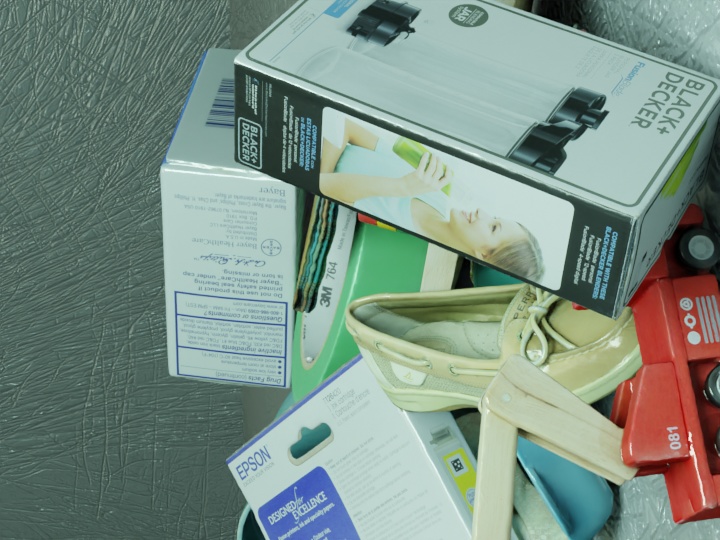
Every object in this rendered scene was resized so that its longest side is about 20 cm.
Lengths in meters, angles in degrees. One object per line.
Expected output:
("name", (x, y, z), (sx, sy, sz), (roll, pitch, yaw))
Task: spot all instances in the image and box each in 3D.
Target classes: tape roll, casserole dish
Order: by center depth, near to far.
("casserole dish", (0.101, 0.087, 0.939), (0.122, 0.039, 0.200), (58, -179, -24))
("tape roll", (0.000, 0.000, 1.064), (0.200, 0.048, 0.203), (-168, 90, -79))

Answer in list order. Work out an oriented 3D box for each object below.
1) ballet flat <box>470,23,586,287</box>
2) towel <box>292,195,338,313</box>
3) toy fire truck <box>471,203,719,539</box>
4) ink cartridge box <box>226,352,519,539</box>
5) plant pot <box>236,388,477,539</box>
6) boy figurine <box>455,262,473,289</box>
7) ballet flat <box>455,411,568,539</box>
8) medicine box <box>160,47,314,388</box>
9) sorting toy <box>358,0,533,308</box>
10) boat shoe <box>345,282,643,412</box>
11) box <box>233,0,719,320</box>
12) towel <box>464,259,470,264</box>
("ballet flat", (0.110, -0.055, 0.893), (0.201, 0.075, 0.064), (101, -167, -45))
("towel", (-0.012, -0.077, 0.979), (0.200, 0.021, 0.148), (108, 174, -62))
("toy fire truck", (0.106, 0.070, 0.703), (0.049, 0.139, 0.202), (113, 150, -70))
("ink cartridge box", (0.014, 0.173, 1.007), (0.197, 0.047, 0.201), (-40, 72, 47))
("plant pot", (0.015, 0.147, 1.199), (0.189, 0.198, 0.201), (-82, -3, -50))
("boy figurine", (0.042, -0.007, 1.149), (0.200, 0.064, 0.126), (174, 91, -76))
("ballet flat", (0.094, 0.165, 1.002), (0.200, 0.062, 0.068), (-123, 27, -56))
("medicine box", (-0.089, -0.042, 1.218), (0.183, 0.102, 0.202), (-81, -4, -54))
("sorting toy", (0.053, -0.121, 0.896), (0.201, 0.069, 0.200), (98, -171, -48))
("boat shoe", (0.074, 0.034, 0.842), (0.200, 0.073, 0.063), (-6, 131, 49))
("box", (0.054, -0.068, 0.706), (0.117, 0.199, 0.061), (-47, -27, -41))
("towel", (0.094, -0.004, 1.096), (0.201, 0.022, 0.146), (-108, 16, -52))
